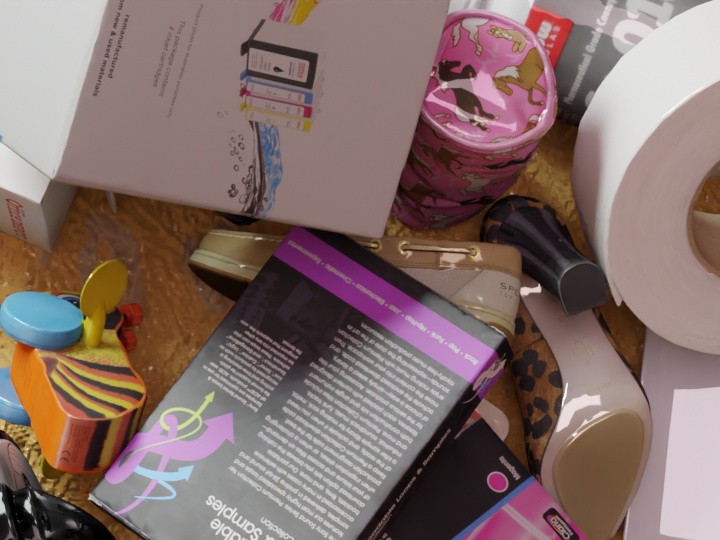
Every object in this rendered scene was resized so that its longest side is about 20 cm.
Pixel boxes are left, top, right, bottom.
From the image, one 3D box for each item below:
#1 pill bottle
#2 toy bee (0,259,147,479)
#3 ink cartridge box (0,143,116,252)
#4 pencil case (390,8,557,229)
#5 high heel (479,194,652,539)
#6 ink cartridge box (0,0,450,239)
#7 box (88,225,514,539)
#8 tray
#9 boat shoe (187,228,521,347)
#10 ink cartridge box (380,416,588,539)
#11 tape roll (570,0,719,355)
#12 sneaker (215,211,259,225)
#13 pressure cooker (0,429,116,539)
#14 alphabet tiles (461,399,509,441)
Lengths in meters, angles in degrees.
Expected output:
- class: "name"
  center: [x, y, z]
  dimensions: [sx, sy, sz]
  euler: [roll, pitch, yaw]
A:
- class: "pill bottle"
  center: [0.135, -0.140, 1.630]
  dimensions: [0.199, 0.114, 0.114]
  euler: [22, 79, 2]
- class: "toy bee"
  center: [-0.160, 0.039, 1.581]
  dimensions: [0.108, 0.131, 0.200]
  euler: [-1, 51, -33]
- class: "ink cartridge box"
  center: [-0.221, -0.106, 1.600]
  dimensions: [0.199, 0.129, 0.126]
  euler: [23, 79, 0]
- class: "pencil case"
  center: [0.053, -0.083, 1.570]
  dimensions: [0.086, 0.200, 0.083]
  euler: [-10, 80, -11]
- class: "high heel"
  center: [0.112, 0.059, 1.630]
  dimensions: [0.071, 0.143, 0.201]
  euler: [-12, 114, -14]
- class: "ink cartridge box"
  center: [-0.082, -0.117, 1.466]
  dimensions: [0.199, 0.147, 0.145]
  euler: [10, 102, -33]
- class: "box"
  center: [-0.032, 0.084, 1.507]
  dimensions: [0.143, 0.036, 0.200]
  euler: [33, 77, 25]
- class: "tray"
  center: [0.213, 0.082, 1.638]
  dimensions: [0.107, 0.022, 0.201]
  euler: [8, 78, -2]
- class: "boat shoe"
  center: [0.000, 0.000, 1.594]
  dimensions: [0.199, 0.074, 0.067]
  euler: [12, 74, 19]
- class: "ink cartridge box"
  center: [0.027, 0.169, 1.533]
  dimensions: [0.200, 0.037, 0.095]
  euler: [-35, 79, -33]
- class: "tape roll"
  center: [0.220, -0.052, 1.557]
  dimensions: [0.202, 0.203, 0.071]
  euler: [-14, 38, -5]
- class: "sneaker"
  center: [-0.046, -0.123, 1.615]
  dimensions: [0.085, 0.078, 0.201]
  euler: [13, 88, 43]
- class: "pressure cooker"
  center: [-0.224, 0.182, 1.512]
  dimensions: [0.199, 0.176, 0.179]
  euler: [-20, 105, 4]
- class: "alphabet tiles"
  center: [0.005, 0.128, 1.577]
  dimensions: [0.195, 0.015, 0.200]
  euler: [34, 53, 1]
